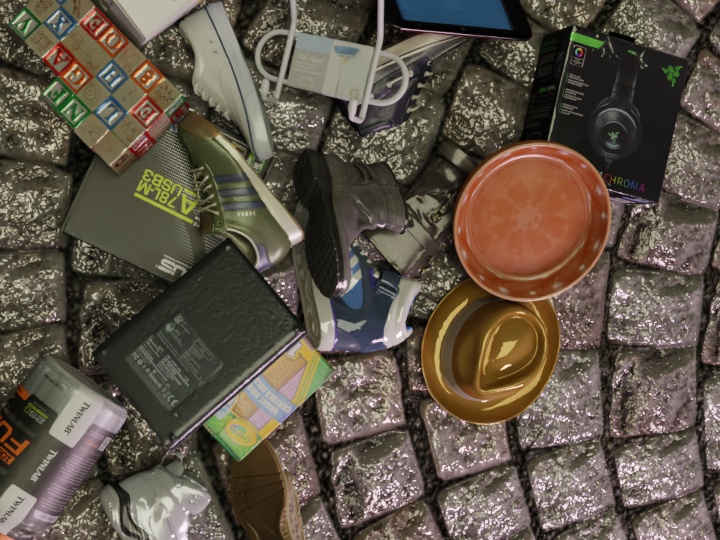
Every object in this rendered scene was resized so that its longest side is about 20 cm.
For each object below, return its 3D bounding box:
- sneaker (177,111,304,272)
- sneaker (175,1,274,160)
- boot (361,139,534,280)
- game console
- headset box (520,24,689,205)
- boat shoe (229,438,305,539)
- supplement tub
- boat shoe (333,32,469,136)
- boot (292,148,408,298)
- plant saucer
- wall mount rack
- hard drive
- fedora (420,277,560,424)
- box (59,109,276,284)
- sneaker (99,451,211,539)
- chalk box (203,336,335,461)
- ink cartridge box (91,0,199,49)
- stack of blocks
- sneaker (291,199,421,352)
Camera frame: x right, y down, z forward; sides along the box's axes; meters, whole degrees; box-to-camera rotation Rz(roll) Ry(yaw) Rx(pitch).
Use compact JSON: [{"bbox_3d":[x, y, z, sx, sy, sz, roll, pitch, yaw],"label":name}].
[{"bbox_3d":[-0.157,-0.080,1.387,0.090,0.067,0.201,-46,108,-17],"label":"sneaker"},{"bbox_3d":[-0.160,-0.216,1.423,0.070,0.073,0.202,-22,77,1],"label":"sneaker"},{"bbox_3d":[0.110,-0.046,1.516,0.200,0.069,0.175,41,88,-9],"label":"boot"},{"bbox_3d":[0.115,-0.380,1.453,0.198,0.119,0.174,1,111,-22],"label":"game console"},{"bbox_3d":[0.309,-0.202,1.540,0.172,0.093,0.203,14,88,-15],"label":"headset box"},{"bbox_3d":[-0.109,0.299,1.474,0.072,0.063,0.203,-11,93,12],"label":"boat shoe"},{"bbox_3d":[-0.366,0.208,1.364,0.122,0.122,0.201,36,83,-13],"label":"supplement tub"},{"bbox_3d":[0.059,-0.237,1.489,0.198,0.075,0.094,-23,102,-4],"label":"boat shoe"},{"bbox_3d":[0.001,-0.056,1.404,0.130,0.070,0.202,8,57,-28],"label":"boot"},{"bbox_3d":[0.208,-0.061,1.475,0.197,0.032,0.203,-3,110,-9],"label":"plant saucer"},{"bbox_3d":[-0.038,-0.270,1.408,0.198,0.074,0.176,14,94,16],"label":"wall mount rack"},{"bbox_3d":[-0.177,0.080,1.334,0.200,0.033,0.140,-40,82,-8],"label":"hard drive"},{"bbox_3d":[0.175,0.101,1.521,0.198,0.082,0.204,-1,92,-14],"label":"fedora"},{"bbox_3d":[-0.226,-0.092,1.427,0.198,0.047,0.195,27,82,-14],"label":"box"},{"bbox_3d":[-0.214,0.317,1.432,0.114,0.075,0.201,-32,96,-8],"label":"sneaker"},{"bbox_3d":[-0.149,0.136,1.418,0.200,0.124,0.124,-43,101,-8],"label":"chalk box"},{"bbox_3d":[-0.202,-0.346,1.372,0.199,0.145,0.088,-40,103,-11],"label":"ink cartridge box"},{"bbox_3d":[-0.305,-0.221,1.365,0.115,0.059,0.200,-44,85,-4],"label":"stack of blocks"},{"bbox_3d":[0.000,0.000,1.469,0.145,0.081,0.203,-3,75,-21],"label":"sneaker"}]
